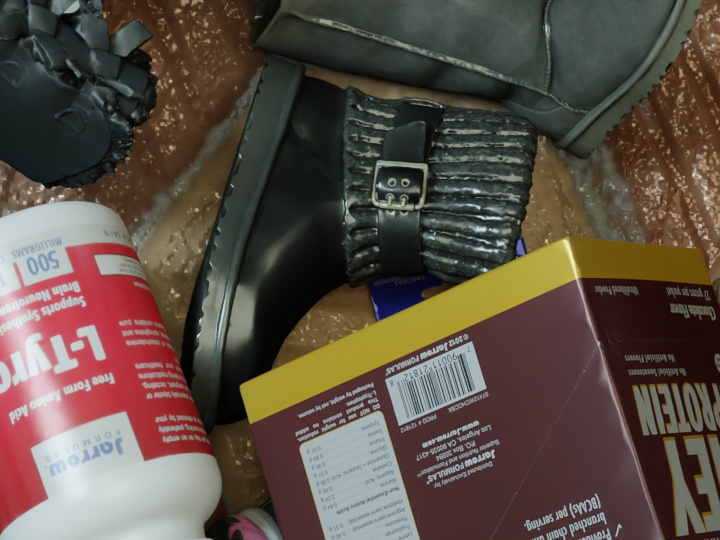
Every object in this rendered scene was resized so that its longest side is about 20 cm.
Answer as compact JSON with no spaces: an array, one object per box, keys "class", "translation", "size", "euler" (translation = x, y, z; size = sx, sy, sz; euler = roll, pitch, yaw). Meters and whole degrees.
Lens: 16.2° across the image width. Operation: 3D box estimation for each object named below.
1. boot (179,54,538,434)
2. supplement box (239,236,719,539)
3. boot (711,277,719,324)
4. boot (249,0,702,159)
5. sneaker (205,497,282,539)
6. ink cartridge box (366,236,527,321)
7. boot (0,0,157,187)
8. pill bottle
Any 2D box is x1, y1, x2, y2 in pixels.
[{"class":"boot","translation":[0.001,-0.001,1.291],"size":[0.157,0.079,0.212],"euler":[17,76,-4]},{"class":"supplement box","translation":[0.081,0.114,1.182],"size":[0.133,0.197,0.201],"euler":[4,66,-56]},{"class":"boot","translation":[0.226,0.055,1.297],"size":[0.199,0.155,0.073],"euler":[24,69,-22]},{"class":"boot","translation":[0.060,-0.142,1.299],"size":[0.199,0.182,0.073],"euler":[25,47,-10]},{"class":"sneaker","translation":[0.012,0.190,1.270],"size":[0.086,0.080,0.201],"euler":[-34,95,-28]},{"class":"ink cartridge box","translation":[0.074,0.085,1.326],"size":[0.094,0.037,0.201],"euler":[-13,81,-16]},{"class":"boot","translation":[-0.205,-0.096,1.228],"size":[0.162,0.198,0.074],"euler":[33,54,-29]},{"class":"pill bottle","translation":[-0.134,0.078,1.216],"size":[0.112,0.112,0.201],"euler":[-18,73,-16]}]
